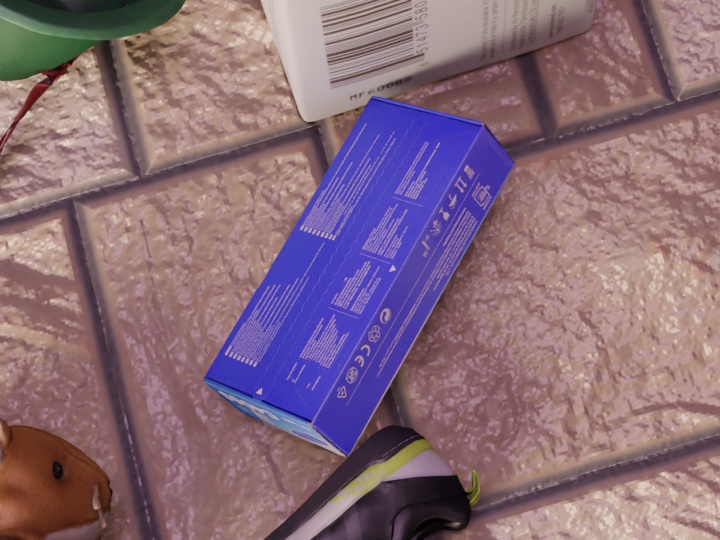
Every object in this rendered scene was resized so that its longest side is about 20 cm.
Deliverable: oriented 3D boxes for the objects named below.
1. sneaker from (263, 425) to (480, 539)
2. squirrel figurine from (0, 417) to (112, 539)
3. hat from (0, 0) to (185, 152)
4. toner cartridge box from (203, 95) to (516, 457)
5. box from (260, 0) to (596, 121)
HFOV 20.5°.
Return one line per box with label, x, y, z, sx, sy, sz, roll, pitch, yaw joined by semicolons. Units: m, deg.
sneaker;-0.013;0.173;1.095;0.083;0.072;0.200;42;80;15
squirrel figurine;-0.221;0.174;1.082;0.198;0.142;0.188;1;66;3
hat;-0.217;-0.134;1.242;0.165;0.177;0.199;42;42;18
toner cartridge box;0.000;0.000;1.144;0.095;0.043;0.201;18;72;44
box;0.026;-0.224;1.154;0.198;0.199;0.173;-19;71;-4
